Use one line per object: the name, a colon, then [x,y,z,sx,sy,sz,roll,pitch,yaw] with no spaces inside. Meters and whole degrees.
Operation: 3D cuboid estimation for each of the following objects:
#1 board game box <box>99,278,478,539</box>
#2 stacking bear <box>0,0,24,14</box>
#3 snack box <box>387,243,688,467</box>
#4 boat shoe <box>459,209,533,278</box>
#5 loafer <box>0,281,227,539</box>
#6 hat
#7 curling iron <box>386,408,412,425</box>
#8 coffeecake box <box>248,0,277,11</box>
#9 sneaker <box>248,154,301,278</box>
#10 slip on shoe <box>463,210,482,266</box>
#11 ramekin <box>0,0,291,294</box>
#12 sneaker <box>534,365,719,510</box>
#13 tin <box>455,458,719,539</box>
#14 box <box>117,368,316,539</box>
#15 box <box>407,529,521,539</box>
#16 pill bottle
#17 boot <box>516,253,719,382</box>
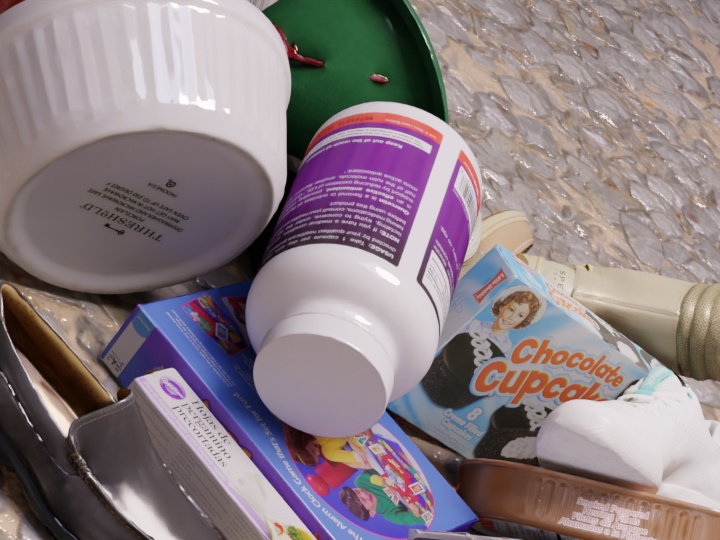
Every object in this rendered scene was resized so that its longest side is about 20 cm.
board game box: [-0.040,0.097,1.307,0.200,0.045,0.134,49,29,17]
stacking bear: [-0.148,-0.107,1.418,0.199,0.122,0.114,24,22,-43]
snack box: [0.109,0.074,1.403,0.200,0.116,0.037,34,19,-38]
boat shoe: [0.071,0.019,1.543,0.065,0.071,0.200,47,38,6]
loafer: [-0.139,0.091,1.164,0.200,0.072,0.073,40,26,-2]
hat: [-0.071,-0.106,1.386,0.175,0.166,0.200,-20,60,-33]
curling iron: [0.027,0.075,1.437,0.199,0.026,0.050,20,69,-24]
coffeecake box: [-0.155,-0.229,1.575,0.153,0.073,0.201,-4,46,-27]
sneaker: [-0.030,-0.029,1.475,0.088,0.074,0.201,21,30,-35]
slip on shoe: [0.029,-0.035,1.517,0.074,0.062,0.200,-2,20,-19]
ramekin: [-0.132,-0.069,1.290,0.201,0.202,0.095,16,47,-37]
sneaker: [0.168,0.096,1.364,0.075,0.089,0.200,8,-15,32]
tin: [0.152,0.154,1.353,0.199,0.042,0.112,12,-18,11]
box: [-0.061,0.140,1.223,0.200,0.042,0.039,48,28,17]
box: [0.128,0.192,1.275,0.199,0.116,0.061,19,76,-44]
pill bottle: [0.000,0.000,1.308,0.112,0.112,0.201,33,41,-11]
boot: [0.184,0.038,1.525,0.154,0.073,0.200,9,-10,13]
